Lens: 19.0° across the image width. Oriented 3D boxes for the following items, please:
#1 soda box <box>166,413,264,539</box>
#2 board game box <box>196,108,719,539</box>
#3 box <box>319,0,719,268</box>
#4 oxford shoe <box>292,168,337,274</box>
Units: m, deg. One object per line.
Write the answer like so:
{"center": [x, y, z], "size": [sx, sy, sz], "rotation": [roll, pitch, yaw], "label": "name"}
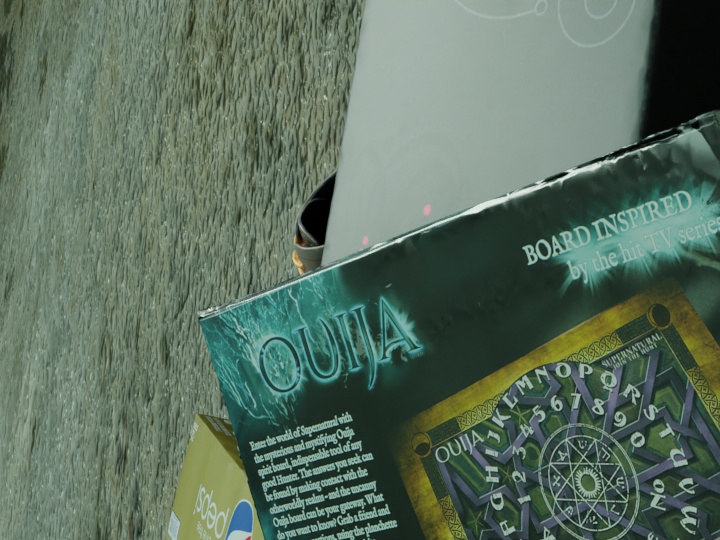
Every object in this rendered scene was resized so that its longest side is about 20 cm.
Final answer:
{"center": [-0.028, 0.119, 0.919], "size": [0.200, 0.068, 0.064], "rotation": [-145, 69, -72], "label": "soda box"}
{"center": [0.043, 0.050, 0.521], "size": [0.200, 0.028, 0.135], "rotation": [-20, 85, 50], "label": "board game box"}
{"center": [0.075, -0.069, 0.604], "size": [0.122, 0.106, 0.200], "rotation": [-6, 71, 50], "label": "box"}
{"center": [0.000, 0.000, 0.902], "size": [0.071, 0.073, 0.200], "rotation": [-99, 27, -52], "label": "oxford shoe"}
